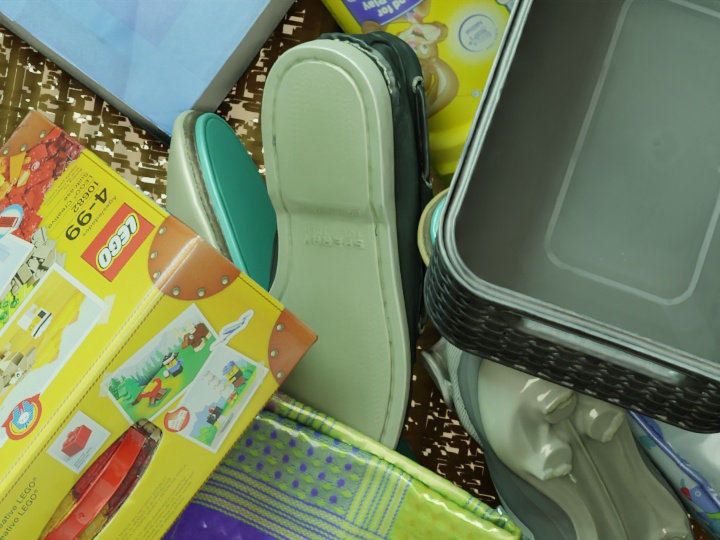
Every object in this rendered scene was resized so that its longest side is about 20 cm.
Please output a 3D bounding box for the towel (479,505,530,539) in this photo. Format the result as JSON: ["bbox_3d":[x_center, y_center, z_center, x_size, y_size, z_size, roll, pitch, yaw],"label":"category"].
[{"bbox_3d":[0.097,0.189,1.148,0.200,0.147,0.022,35,46,-3],"label":"towel"}]

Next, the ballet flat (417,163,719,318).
[{"bbox_3d":[0.120,-0.007,1.084,0.199,0.063,0.069,-2,74,-3],"label":"ballet flat"}]

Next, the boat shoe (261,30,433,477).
[{"bbox_3d":[-0.002,-0.001,1.101,0.074,0.066,0.201,8,114,28],"label":"boat shoe"}]

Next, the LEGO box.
[{"bbox_3d":[-0.134,0.058,1.077,0.200,0.149,0.077,-52,128,-3],"label":"LEGO box"}]

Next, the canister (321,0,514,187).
[{"bbox_3d":[0.037,-0.153,1.113,0.148,0.087,0.200,-38,116,0],"label":"canister"}]

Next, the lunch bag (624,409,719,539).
[{"bbox_3d":[0.178,0.026,1.162,0.161,0.082,0.200,-40,93,-3],"label":"lunch bag"}]

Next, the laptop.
[{"bbox_3d":[-0.101,-0.168,1.109,0.103,0.200,0.178,39,96,30],"label":"laptop"}]

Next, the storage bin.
[{"bbox_3d":[0.114,-0.057,1.016,0.134,0.094,0.201,19,76,3],"label":"storage bin"}]

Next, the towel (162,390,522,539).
[{"bbox_3d":[-0.034,0.154,1.109,0.143,0.023,0.201,27,110,5],"label":"towel"}]

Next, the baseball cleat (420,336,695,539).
[{"bbox_3d":[0.082,0.078,1.146,0.070,0.107,0.201,-30,136,-11],"label":"baseball cleat"}]

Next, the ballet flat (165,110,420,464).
[{"bbox_3d":[-0.044,0.033,1.167,0.069,0.069,0.201,-29,92,-1],"label":"ballet flat"}]
